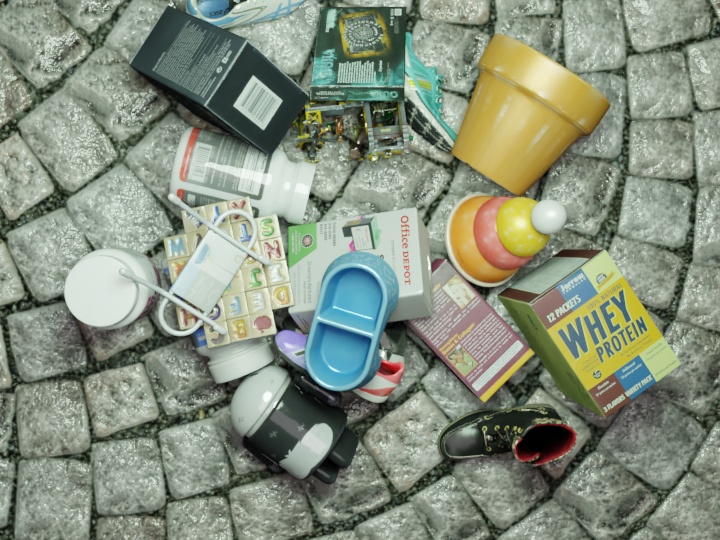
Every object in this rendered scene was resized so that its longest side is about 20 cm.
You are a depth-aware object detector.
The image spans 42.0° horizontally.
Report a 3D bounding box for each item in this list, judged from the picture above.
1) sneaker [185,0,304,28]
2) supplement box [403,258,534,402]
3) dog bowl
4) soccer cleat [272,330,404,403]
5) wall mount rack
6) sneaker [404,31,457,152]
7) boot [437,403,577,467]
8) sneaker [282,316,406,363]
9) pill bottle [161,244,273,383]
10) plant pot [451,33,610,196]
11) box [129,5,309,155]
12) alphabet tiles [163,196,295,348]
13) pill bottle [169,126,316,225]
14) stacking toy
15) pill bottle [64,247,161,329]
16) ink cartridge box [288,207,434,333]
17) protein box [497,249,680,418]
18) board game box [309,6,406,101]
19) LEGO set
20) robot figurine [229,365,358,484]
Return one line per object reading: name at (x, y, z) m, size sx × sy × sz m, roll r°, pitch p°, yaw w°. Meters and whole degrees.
sneaker at (-0.164, -0.409, 1.407) m, size 0.199 × 0.072 × 0.072 m, roll -19°, pitch 91°, yaw -5°
supplement box at (0.153, 0.089, 1.438) m, size 0.110 × 0.086 × 0.200 m, roll -44°, pitch 94°, yaw -2°
dog bowl at (-0.017, 0.074, 1.289) m, size 0.111 × 0.050 × 0.201 m, roll 17°, pitch 99°, yaw 8°
soccer cleat at (-0.031, 0.125, 1.367) m, size 0.200 × 0.068 × 0.073 m, roll 27°, pitch 122°, yaw -17°
wall mount rack at (-0.223, -0.008, 1.270) m, size 0.174 × 0.075 × 0.200 m, roll 34°, pitch 85°, yaw -21°
sneaker at (0.096, -0.274, 1.433) m, size 0.080 × 0.077 × 0.200 m, roll -33°, pitch 94°, yaw -12°
boot at (0.223, 0.254, 1.416) m, size 0.199 × 0.151 × 0.074 m, roll -9°, pitch 92°, yaw -4°
sneaker at (-0.019, 0.088, 1.439) m, size 0.199 × 0.066 × 0.091 m, roll 16°, pitch 82°, yaw -3°
pill bottle at (-0.208, 0.058, 1.395) m, size 0.113 × 0.114 × 0.201 m, roll -22°, pitch 93°, yaw -4°
plant pot at (0.235, -0.218, 1.391) m, size 0.200 × 0.200 × 0.184 m, roll 31°, pitch 100°, yaw -5°
box at (-0.199, -0.268, 1.324) m, size 0.200 × 0.148 × 0.107 m, roll 31°, pitch 88°, yaw 39°
alphabet tiles at (-0.186, 0.002, 1.329) m, size 0.166 × 0.006 × 0.201 m, roll -12°, pitch 85°, yaw -2°
pill bottle at (-0.173, -0.135, 1.392) m, size 0.199 × 0.116 × 0.116 m, roll 14°, pitch 90°, yaw -5°
stacking toy at (0.231, -0.058, 1.371) m, size 0.146 × 0.200 × 0.147 m, roll 5°, pitch 80°, yaw -29°
pill bottle at (-0.353, 0.025, 1.339) m, size 0.113 × 0.200 × 0.114 m, roll 0°, pitch 92°, yaw -4°
ink cartridge box at (0.000, 0.000, 1.375) m, size 0.199 × 0.084 × 0.145 m, roll -8°, pitch 62°, yaw 11°
protein box at (0.332, 0.085, 1.395) m, size 0.135 × 0.200 × 0.199 m, roll -35°, pitch 94°, yaw -3°
board game box at (0.000, -0.321, 1.374) m, size 0.135 × 0.028 × 0.201 m, roll 1°, pitch 48°, yaw 3°
LEGO set at (-0.008, -0.192, 1.382) m, size 0.199 × 0.154 × 0.116 m, roll -3°, pitch 69°, yaw -11°
robot figurine at (-0.100, 0.230, 1.406) m, size 0.200 × 0.125 × 0.150 m, roll 37°, pitch 79°, yaw -5°
